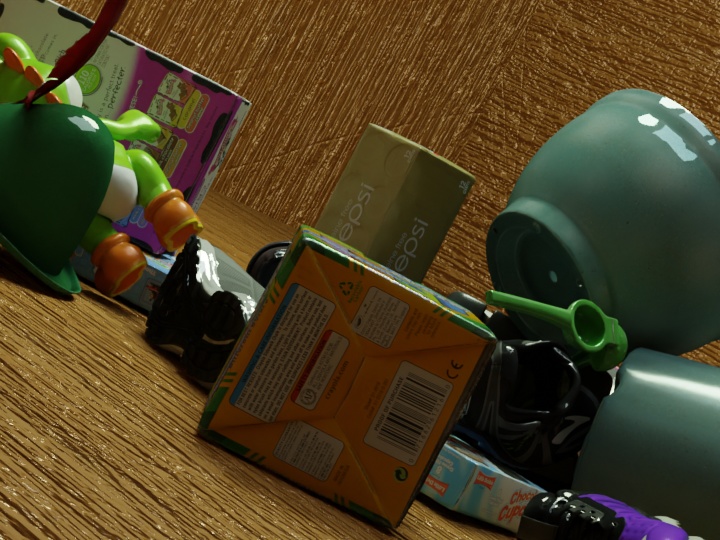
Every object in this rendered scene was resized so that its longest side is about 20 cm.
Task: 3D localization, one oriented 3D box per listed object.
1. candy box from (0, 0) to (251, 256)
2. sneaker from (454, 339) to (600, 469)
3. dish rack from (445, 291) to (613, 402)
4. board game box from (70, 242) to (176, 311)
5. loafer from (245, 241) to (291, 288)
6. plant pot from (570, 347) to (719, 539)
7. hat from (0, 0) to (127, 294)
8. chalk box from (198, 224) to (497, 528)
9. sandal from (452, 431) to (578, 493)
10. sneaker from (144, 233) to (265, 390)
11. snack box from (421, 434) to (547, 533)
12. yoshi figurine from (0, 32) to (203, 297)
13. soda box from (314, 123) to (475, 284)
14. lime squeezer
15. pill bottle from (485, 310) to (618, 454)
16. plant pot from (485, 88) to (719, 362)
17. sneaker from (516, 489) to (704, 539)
[{"bbox_3d":[-0.203,-0.114,1.682,0.200,0.136,0.061,28,1,8],"label":"candy box"},{"bbox_3d":[0.116,0.089,1.476,0.083,0.071,0.200,-6,-18,29],"label":"sneaker"},{"bbox_3d":[0.118,0.084,1.724,0.153,0.055,0.200,30,-13,6],"label":"dish rack"},{"bbox_3d":[-0.205,-0.019,1.685,0.200,0.037,0.151,26,3,5],"label":"board game box"},{"bbox_3d":[0.013,0.045,1.533,0.200,0.072,0.063,33,2,-17],"label":"loafer"},{"bbox_3d":[0.256,0.154,1.529,0.196,0.200,0.200,19,0,17],"label":"plant pot"},{"bbox_3d":[-0.178,-0.098,1.466,0.166,0.176,0.200,49,3,-19],"label":"hat"},{"bbox_3d":[-0.010,0.055,1.283,0.124,0.125,0.200,28,1,-4],"label":"chalk box"},{"bbox_3d":[0.073,0.103,1.630,0.200,0.082,0.055,29,3,9],"label":"sandal"},{"bbox_3d":[-0.084,0.037,1.446,0.079,0.074,0.200,23,10,-27],"label":"sneaker"},{"bbox_3d":[0.021,0.109,1.469,0.200,0.037,0.116,29,1,34],"label":"snack box"},{"bbox_3d":[-0.208,-0.080,1.595,0.200,0.112,0.112,51,31,6],"label":"yoshi figurine"},{"bbox_3d":[0.000,0.000,1.600,0.064,0.200,0.068,25,3,-41],"label":"soda box"},{"bbox_3d":[0.142,0.041,1.498,0.071,0.038,0.200,11,-14,21],"label":"lime squeezer"},{"bbox_3d":[0.164,0.117,1.927,0.200,0.116,0.116,29,3,26],"label":"pill bottle"},{"bbox_3d":[0.177,-0.015,1.607,0.200,0.134,0.200,41,-34,36],"label":"plant pot"},{"bbox_3d":[0.140,0.168,1.299,0.099,0.070,0.200,21,-2,1],"label":"sneaker"}]
